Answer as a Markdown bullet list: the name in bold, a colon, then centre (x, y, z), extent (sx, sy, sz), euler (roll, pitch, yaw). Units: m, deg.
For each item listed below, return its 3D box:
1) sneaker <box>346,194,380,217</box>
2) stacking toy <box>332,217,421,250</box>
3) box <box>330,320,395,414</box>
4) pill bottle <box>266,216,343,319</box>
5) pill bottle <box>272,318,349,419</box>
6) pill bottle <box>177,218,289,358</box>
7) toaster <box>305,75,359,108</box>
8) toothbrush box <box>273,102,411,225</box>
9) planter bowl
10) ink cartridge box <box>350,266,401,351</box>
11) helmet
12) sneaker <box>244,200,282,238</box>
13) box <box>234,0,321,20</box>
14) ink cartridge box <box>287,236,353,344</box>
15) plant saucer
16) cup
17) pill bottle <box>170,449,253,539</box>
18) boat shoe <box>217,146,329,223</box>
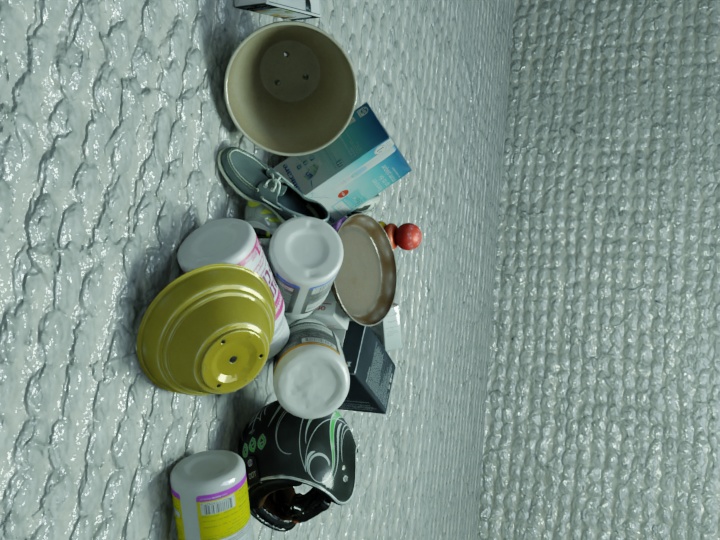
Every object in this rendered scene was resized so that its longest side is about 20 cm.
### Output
- **sneaker**: centre (0.000, -0.131, 1.459), extent (0.200, 0.075, 0.088), euler (-42, 152, -73)
- **stacking toy**: centre (0.025, -0.068, 1.390), extent (0.085, 0.199, 0.086), euler (2, 90, -67)
- **box**: centre (-0.036, 0.185, 1.326), extent (0.200, 0.148, 0.108), euler (59, 38, -53)
- **pill bottle**: centre (-0.099, 0.004, 1.113), extent (0.200, 0.113, 0.114), euler (120, -16, -65)
- **pill bottle**: centre (-0.082, 0.148, 1.110), extent (0.200, 0.116, 0.117), euler (-122, -152, -77)
- **pill bottle**: centre (-0.177, 0.034, 1.013), extent (0.114, 0.113, 0.201), euler (-66, 149, -43)
- **toaster**: centre (-0.073, -0.290, 1.252), extent (0.129, 0.113, 0.201), euler (5, 89, -66)
- **toothbrush box**: centre (-0.029, -0.175, 1.206), extent (0.086, 0.200, 0.146), euler (61, 9, 22)
- **planter bowl**: centre (-0.182, 0.099, 0.910), extent (0.200, 0.083, 0.201), euler (-19, 126, -28)
- **ink cartridge box**: centre (0.018, 0.055, 1.427), extent (0.043, 0.200, 0.175), euler (-10, 105, -22)
- **helmet**: centre (-0.101, 0.300, 1.124), extent (0.191, 0.199, 0.201), euler (-85, 163, -51)
- **sneaker**: centre (-0.127, -0.089, 1.181), extent (0.200, 0.075, 0.077), euler (2, 90, -69)
- **box**: centre (-0.136, -0.487, 1.149), extent (0.200, 0.060, 0.117), euler (-29, 118, -65)
- **ink cartridge box**: centre (-0.075, 0.040, 1.261), extent (0.068, 0.115, 0.201), euler (53, 43, -55)
- **plant saucer**: centre (0.000, 0.000, 1.240), extent (0.200, 0.032, 0.201), euler (15, 72, -54)
- **cup**: centre (-0.110, -0.300, 1.096), extent (0.143, 0.199, 0.201), euler (-102, -179, -61)
- **pill bottle**: centre (-0.206, 0.366, 0.979), extent (0.104, 0.104, 0.201), euler (-31, 121, -64)
- **boat shoe**: centre (-0.131, -0.129, 1.083), extent (0.200, 0.062, 0.073), euler (40, 54, -24)
